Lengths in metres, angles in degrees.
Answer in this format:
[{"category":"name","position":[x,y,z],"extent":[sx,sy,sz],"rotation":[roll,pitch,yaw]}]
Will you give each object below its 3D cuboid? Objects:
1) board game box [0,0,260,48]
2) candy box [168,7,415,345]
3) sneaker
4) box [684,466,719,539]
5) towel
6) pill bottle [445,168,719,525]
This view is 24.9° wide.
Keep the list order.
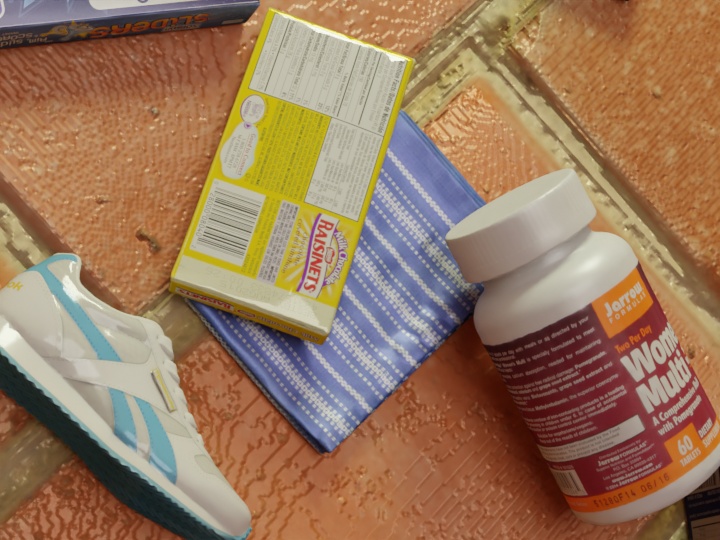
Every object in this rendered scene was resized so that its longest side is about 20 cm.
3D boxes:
[{"category":"board game box","position":[-0.172,-0.212,1.010],"extent":[0.199,0.034,0.136],"rotation":[-9,80,-23]},{"category":"candy box","position":[-0.040,-0.062,1.012],"extent":[0.102,0.026,0.201],"rotation":[20,66,-6]},{"category":"sneaker","position":[-0.129,0.077,0.931],"extent":[0.200,0.076,0.081],"rotation":[46,64,-7]},{"category":"box","position":[0.246,0.202,1.016],"extent":[0.032,0.121,0.202],"rotation":[0,77,-14]},{"category":"towel","position":[0.000,0.000,1.028],"extent":[0.200,0.024,0.145],"rotation":[-43,93,-24]},{"category":"pill bottle","position":[0.137,0.046,1.007],"extent":[0.109,0.109,0.201],"rotation":[-32,98,-25]}]
